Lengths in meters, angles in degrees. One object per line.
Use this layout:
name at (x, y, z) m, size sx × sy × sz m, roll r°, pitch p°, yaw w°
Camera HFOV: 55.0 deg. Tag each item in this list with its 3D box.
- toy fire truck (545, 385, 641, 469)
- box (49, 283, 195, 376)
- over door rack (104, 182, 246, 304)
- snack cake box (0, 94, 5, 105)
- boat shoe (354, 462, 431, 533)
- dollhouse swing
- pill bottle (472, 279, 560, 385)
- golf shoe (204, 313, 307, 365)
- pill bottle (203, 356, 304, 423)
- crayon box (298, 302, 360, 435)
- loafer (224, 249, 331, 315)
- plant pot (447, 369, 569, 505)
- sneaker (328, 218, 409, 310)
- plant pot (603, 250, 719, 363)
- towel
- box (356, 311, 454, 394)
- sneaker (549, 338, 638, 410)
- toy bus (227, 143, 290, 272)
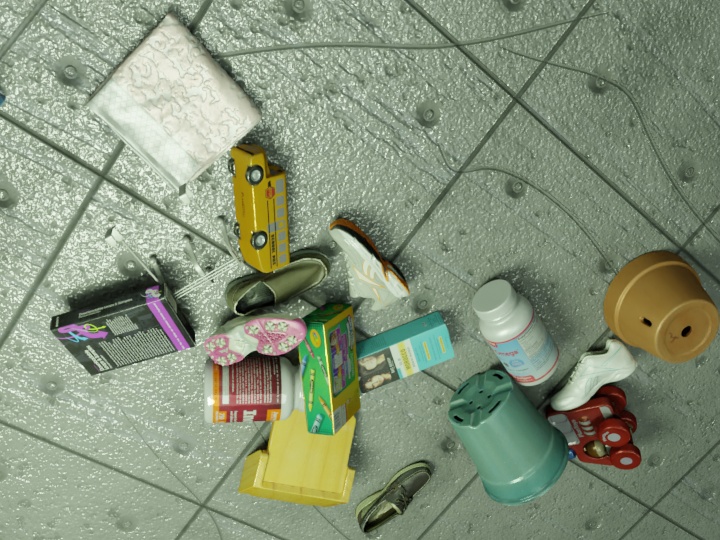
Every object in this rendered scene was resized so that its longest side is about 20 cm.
toy fire truck at (0.506, 0.351, 1.495) m, size 0.165 × 0.113 × 0.202 m, roll -17°, pitch 124°, yaw 27°
box at (-0.395, 0.103, 1.164) m, size 0.195 × 0.037 × 0.144 m, roll -17°, pitch 140°, yaw -1°
over door rack at (-0.292, -0.046, 1.117) m, size 0.146 × 0.067 × 0.201 m, roll -29°, pitch 139°, yaw 3°
snack cake box at (-0.592, -0.264, 0.922) m, size 0.067 × 0.116 × 0.200 m, roll -40°, pitch 118°, yaw 9°
boat shoe at (0.076, 0.493, 1.480) m, size 0.199 × 0.065 × 0.073 m, roll -41°, pitch 116°, yaw 8°
dollhouse swing at (-0.122, 0.364, 1.390) m, size 0.196 × 0.180 × 0.182 m, roll 15°, pitch 154°, yaw -19°
pill bottle at (0.293, 0.117, 1.316) m, size 0.108 × 0.109 × 0.201 m, roll -35°, pitch 118°, yaw 7°
golf shoe at (-0.174, 0.100, 1.185) m, size 0.196 × 0.092 × 0.077 m, roll -12°, pitch 116°, yaw 23°
pill bottle at (-0.184, 0.215, 1.255) m, size 0.195 × 0.114 × 0.116 m, roll 0°, pitch 117°, yaw -12°
crayon box at (-0.054, 0.172, 1.228) m, size 0.057 × 0.118 × 0.206 m, roll 0°, pitch 103°, yaw 24°
loafer at (-0.140, 0.031, 1.197) m, size 0.196 × 0.070 × 0.076 m, roll -25°, pitch 119°, yaw 0°
plant pot at (0.282, 0.321, 1.378) m, size 0.198 × 0.201 × 0.197 m, roll -35°, pitch 111°, yaw 7°
sneaker at (0.000, 0.000, 1.214) m, size 0.091 × 0.076 × 0.200 m, roll -37°, pitch 117°, yaw 13°
plant pot at (0.599, 0.084, 1.351) m, size 0.195 × 0.141 × 0.205 m, roll -6°, pitch 118°, yaw -11°
towel at (-0.280, -0.246, 1.050) m, size 0.190 × 0.032 × 0.200 m, roll -40°, pitch 118°, yaw 8°
box at (0.075, 0.157, 1.321) m, size 0.196 × 0.049 × 0.084 m, roll -22°, pitch 119°, yaw -1°
sneaker at (0.471, 0.215, 1.438) m, size 0.199 × 0.070 × 0.081 m, roll -37°, pitch 95°, yaw 11°
toy bus at (-0.161, -0.101, 1.118) m, size 0.077 × 0.065 × 0.205 m, roll -21°, pitch 123°, yaw -35°
